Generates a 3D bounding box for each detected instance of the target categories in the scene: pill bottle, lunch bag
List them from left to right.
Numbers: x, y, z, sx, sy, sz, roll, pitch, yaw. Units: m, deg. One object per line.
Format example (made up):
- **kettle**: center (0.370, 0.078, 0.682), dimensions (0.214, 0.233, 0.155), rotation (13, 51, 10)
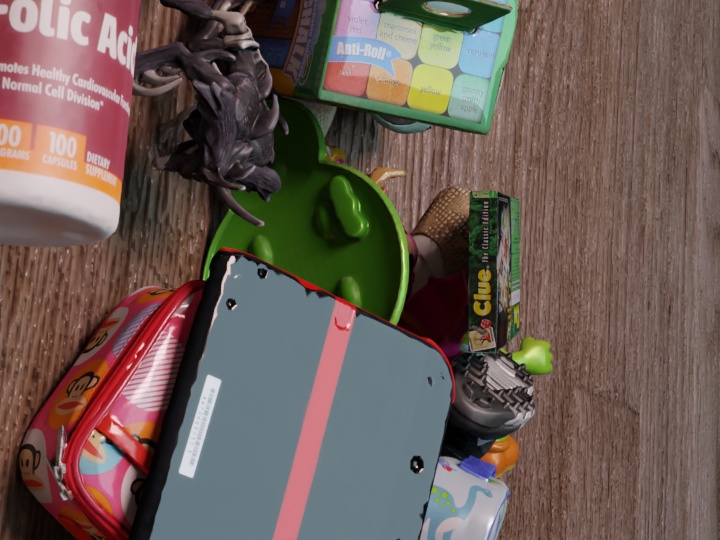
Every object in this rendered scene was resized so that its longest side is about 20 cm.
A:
- **pill bottle**: center (-0.162, -0.119, 0.725), dimensions (0.114, 0.114, 0.201), rotation (22, 69, -61)
- **lunch bag**: center (-0.091, 0.123, 0.849), dimensions (0.200, 0.082, 0.176), rotation (49, 57, -26)
- **lunch bag**: center (0.038, 0.194, 0.983), dimensions (0.161, 0.082, 0.200), rotation (-64, 172, -2)

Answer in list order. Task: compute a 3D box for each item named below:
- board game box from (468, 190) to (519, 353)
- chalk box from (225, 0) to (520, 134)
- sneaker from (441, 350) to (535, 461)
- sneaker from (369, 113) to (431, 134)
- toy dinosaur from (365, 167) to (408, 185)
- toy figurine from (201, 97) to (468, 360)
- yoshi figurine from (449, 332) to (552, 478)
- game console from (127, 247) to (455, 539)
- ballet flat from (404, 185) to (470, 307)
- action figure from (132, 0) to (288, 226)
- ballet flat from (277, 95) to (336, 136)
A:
- **board game box**: center (0.095, -0.001, 1.059), dimensions (0.200, 0.023, 0.105), rotation (-3, 91, -80)
- **chalk box**: center (0.016, -0.156, 0.933), dimensions (0.124, 0.200, 0.125), rotation (10, 97, -26)
- **sneaker**: center (0.076, 0.104, 1.071), dimensions (0.091, 0.066, 0.200), rotation (-53, 174, 8)
- **sneaker**: center (0.013, -0.195, 1.144), dimensions (0.140, 0.077, 0.201), rotation (-10, 85, -82)
- **toy dinosaur**: center (0.000, -0.022, 1.108), dimensions (0.200, 0.060, 0.107), rotation (16, 76, -62)
- **toy figurine**: center (0.000, 0.000, 1.015), dimensions (0.184, 0.150, 0.201), rotation (21, 46, -58)
- **yoshi figurine**: center (0.088, 0.056, 1.219), dimensions (0.112, 0.112, 0.201), rotation (-8, 109, -24)
- **game console**: center (-0.034, 0.109, 0.830), dimensions (0.176, 0.031, 0.201), rotation (25, 69, -30)
- **ballet flat**: center (0.040, 0.034, 1.127), dimensions (0.065, 0.070, 0.201), rotation (-6, 116, -44)
- **action figure**: center (-0.095, -0.110, 0.880), dimensions (0.119, 0.102, 0.201), rotation (54, 27, -52)
- **ballet flat**: center (-0.032, -0.180, 1.047), dimensions (0.067, 0.062, 0.201), rotation (-36, 121, -62)
